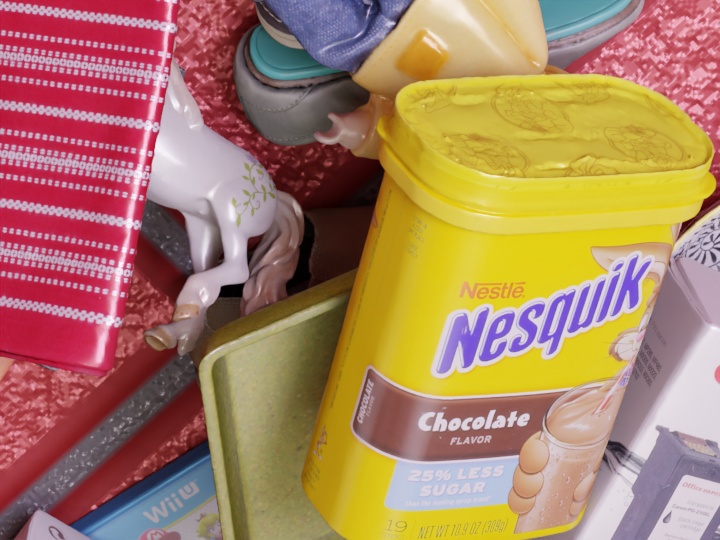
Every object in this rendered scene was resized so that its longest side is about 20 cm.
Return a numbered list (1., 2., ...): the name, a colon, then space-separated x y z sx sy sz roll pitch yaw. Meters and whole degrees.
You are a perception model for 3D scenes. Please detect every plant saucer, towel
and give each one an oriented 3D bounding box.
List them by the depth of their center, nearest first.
1. towel: -0.156 -0.060 1.312 0.144 0.022 0.201 11 92 23
2. plant saucer: 0.011 0.067 1.400 0.199 0.048 0.201 -23 132 -20

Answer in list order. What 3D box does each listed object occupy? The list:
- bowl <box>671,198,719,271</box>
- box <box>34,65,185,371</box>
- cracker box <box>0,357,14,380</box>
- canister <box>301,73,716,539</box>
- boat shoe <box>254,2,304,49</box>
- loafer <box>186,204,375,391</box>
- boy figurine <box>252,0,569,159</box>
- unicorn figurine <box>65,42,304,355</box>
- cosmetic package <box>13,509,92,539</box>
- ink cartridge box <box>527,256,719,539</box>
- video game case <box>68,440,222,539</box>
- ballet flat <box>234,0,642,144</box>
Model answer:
1. bowl: 0.219 0.026 1.488 0.199 0.094 0.202 -3 113 -8
2. box: -0.202 -0.063 1.382 0.199 0.048 0.159 24 86 -18
3. cracker box: -0.277 0.074 1.455 0.134 0.058 0.200 31 106 -18
4. canister: 0.061 0.021 1.308 0.148 0.087 0.201 -5 125 -31
5. boat shoe: 0.026 -0.184 1.368 0.200 0.072 0.065 -37 154 0
6. loafer: 0.000 0.000 1.454 0.199 0.076 0.068 -27 121 3
7. boy figurine: 0.032 -0.095 1.342 0.200 0.064 0.124 38 104 -21
8. unicorn figurine: -0.093 -0.054 1.360 0.200 0.074 0.138 51 56 -43
9. cosmetic package: -0.112 0.221 1.515 0.199 0.074 0.102 31 113 -15
10. ink cartridge box: 0.167 0.115 1.421 0.144 0.084 0.201 23 108 -18
11. video game case: -0.052 0.182 1.556 0.143 0.018 0.200 -31 114 6
12. ballet flat: 0.038 -0.106 1.423 0.199 0.068 0.064 -12 142 -3
